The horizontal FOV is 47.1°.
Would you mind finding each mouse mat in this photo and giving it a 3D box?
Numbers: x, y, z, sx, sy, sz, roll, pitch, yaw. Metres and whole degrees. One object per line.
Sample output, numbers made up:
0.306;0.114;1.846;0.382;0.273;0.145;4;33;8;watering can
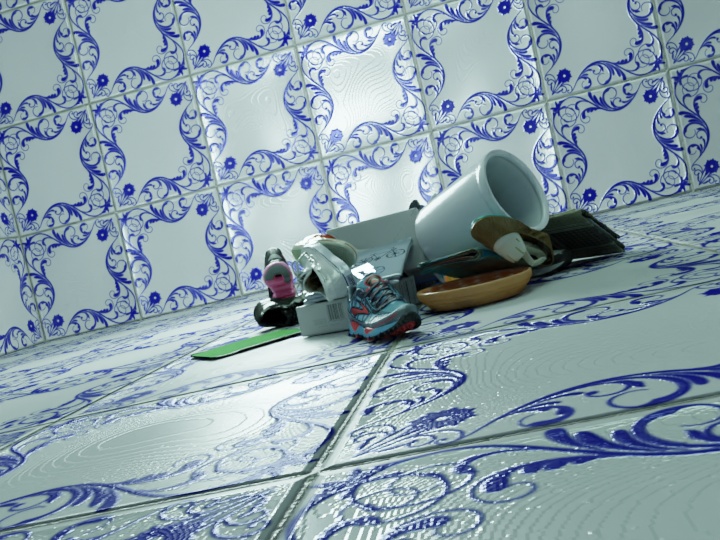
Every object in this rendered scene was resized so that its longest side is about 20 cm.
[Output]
-0.212;0.138;1.569;0.198;0.008;0.161;-16;3;-28;mouse mat

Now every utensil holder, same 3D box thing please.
0.223;-0.100;1.545;0.169;0.171;0.200;-16;-16;-47;utensil holder

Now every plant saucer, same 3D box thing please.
0.194;0.033;1.398;0.198;0.038;0.200;-13;2;0;plant saucer

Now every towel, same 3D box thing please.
0.395;-0.069;1.621;0.199;0.035;0.192;-9;-27;42;towel
0.220;-0.006;1.486;0.199;0.022;0.146;9;-18;-43;towel

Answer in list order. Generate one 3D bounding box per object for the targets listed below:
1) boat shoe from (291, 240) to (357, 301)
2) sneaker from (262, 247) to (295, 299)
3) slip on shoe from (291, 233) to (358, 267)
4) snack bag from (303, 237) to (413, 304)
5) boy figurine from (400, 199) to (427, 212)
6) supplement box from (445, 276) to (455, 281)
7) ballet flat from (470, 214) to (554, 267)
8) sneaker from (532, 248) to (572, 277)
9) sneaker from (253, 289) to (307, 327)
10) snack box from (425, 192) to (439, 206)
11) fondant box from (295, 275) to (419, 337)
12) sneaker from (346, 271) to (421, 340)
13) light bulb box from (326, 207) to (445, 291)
-0.081;0.011;1.436;0.086;0.075;0.202;-28;28;-15;boat shoe
-0.182;0.029;1.862;0.078;0.201;0.096;-12;47;-10;sneaker
-0.062;-0.041;1.549;0.061;0.074;0.199;-44;21;-22;slip on shoe
0.000;0.000;1.522;0.187;0.022;0.200;-15;18;15;snack bag
0.175;-0.093;1.826;0.199;0.065;0.124;18;-46;-36;boy figurine
0.254;-0.015;1.786;0.068;0.067;0.199;-15;2;-32;supplement box
0.267;-0.042;1.399;0.199;0.073;0.068;15;-50;-45;ballet flat
0.315;-0.026;1.597;0.199;0.081;0.073;-9;3;43;sneaker
-0.135;0.084;1.786;0.198;0.077;0.091;-20;13;-1;sneaker
0.230;-0.100;1.718;0.198;0.024;0.072;23;44;11;snack box
-0.003;0.064;1.516;0.143;0.059;0.199;-12;2;34;fondant box
0.022;0.051;1.237;0.079;0.097;0.200;-15;3;-23;sneaker
0.058;-0.022;1.701;0.196;0.126;0.200;-13;-18;15;light bulb box
